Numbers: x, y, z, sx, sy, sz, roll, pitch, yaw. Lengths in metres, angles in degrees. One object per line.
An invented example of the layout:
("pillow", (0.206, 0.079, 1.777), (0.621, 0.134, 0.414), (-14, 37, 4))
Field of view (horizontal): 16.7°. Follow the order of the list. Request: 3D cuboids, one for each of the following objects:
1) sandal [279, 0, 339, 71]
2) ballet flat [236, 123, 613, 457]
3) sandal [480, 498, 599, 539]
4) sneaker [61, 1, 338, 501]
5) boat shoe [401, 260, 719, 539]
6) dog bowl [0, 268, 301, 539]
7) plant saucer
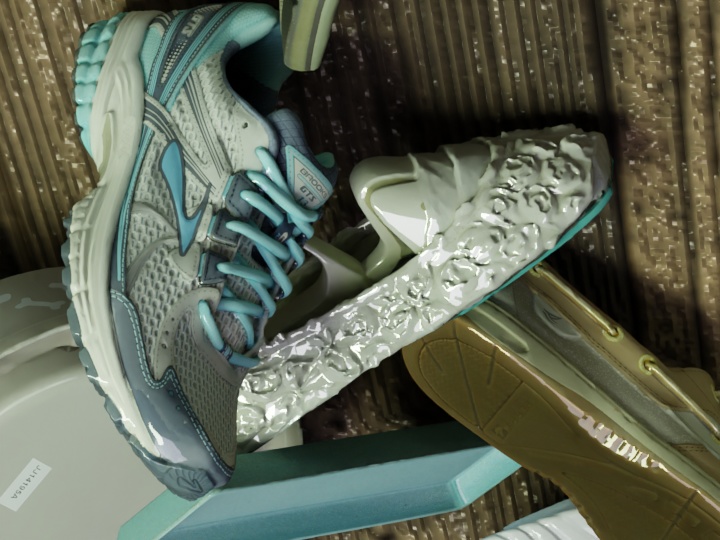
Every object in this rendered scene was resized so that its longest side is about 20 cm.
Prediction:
("sandal", (0.019, -0.138, 0.805), (0.057, 0.080, 0.201), (16, 134, -18))
("ballet flat", (0.000, 0.000, 0.896), (0.200, 0.072, 0.072), (-36, 117, 9))
("sandal", (0.132, 0.118, 1.007), (0.206, 0.059, 0.080), (-20, 94, 8))
("sneaker", (-0.052, -0.018, 0.851), (0.086, 0.201, 0.078), (-15, 146, 13))
("boat shoe", (0.110, 0.063, 0.940), (0.200, 0.066, 0.074), (41, 144, -6))
("dog bowl", (-0.122, 0.088, 0.974), (0.199, 0.059, 0.201), (-19, 129, -25))
("plant saucer", (-0.007, 0.083, 0.959), (0.199, 0.019, 0.070), (-4, 152, -46))
